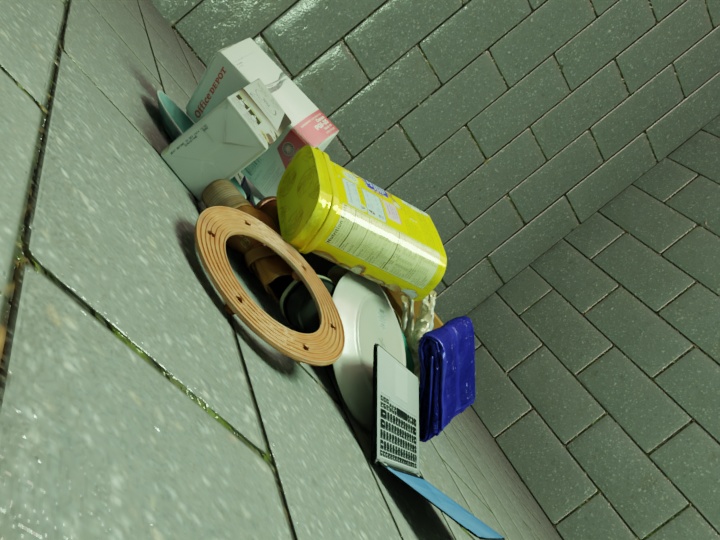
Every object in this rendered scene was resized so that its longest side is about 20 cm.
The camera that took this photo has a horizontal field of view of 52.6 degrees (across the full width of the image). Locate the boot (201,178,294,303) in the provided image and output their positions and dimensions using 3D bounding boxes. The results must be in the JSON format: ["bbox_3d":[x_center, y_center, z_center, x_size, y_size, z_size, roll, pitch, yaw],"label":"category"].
[{"bbox_3d":[-0.103,-0.026,0.911,0.156,0.077,0.200,52,5,23],"label":"boot"}]

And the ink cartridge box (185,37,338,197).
[{"bbox_3d":[-0.154,-0.230,1.122,0.200,0.146,0.083,46,45,-1],"label":"ink cartridge box"}]

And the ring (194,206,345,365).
[{"bbox_3d":[-0.091,0.016,0.738,0.200,0.019,0.201,42,19,-18],"label":"ring"}]

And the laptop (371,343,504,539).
[{"bbox_3d":[0.092,0.201,0.837,0.187,0.114,0.203,47,41,-63],"label":"laptop"}]

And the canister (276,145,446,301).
[{"bbox_3d":[0.003,-0.055,0.911,0.199,0.087,0.149,25,29,-28],"label":"canister"}]

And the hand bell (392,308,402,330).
[{"bbox_3d":[-0.025,0.070,1.144,0.104,0.104,0.200,50,-8,-28],"label":"hand bell"}]

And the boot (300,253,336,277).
[{"bbox_3d":[0.000,0.000,1.102,0.138,0.078,0.199,24,-13,-40],"label":"boot"}]

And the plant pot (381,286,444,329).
[{"bbox_3d":[0.067,0.102,1.320,0.201,0.140,0.200,51,3,-4],"label":"plant pot"}]

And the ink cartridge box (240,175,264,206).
[{"bbox_3d":[-0.138,-0.106,1.217,0.118,0.042,0.200,18,20,-23],"label":"ink cartridge box"}]

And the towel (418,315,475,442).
[{"bbox_3d":[0.130,0.150,1.051,0.200,0.049,0.150,-13,108,-68],"label":"towel"}]

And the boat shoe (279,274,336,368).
[{"bbox_3d":[-0.034,0.070,0.895,0.063,0.074,0.202,44,-7,34],"label":"boat shoe"}]

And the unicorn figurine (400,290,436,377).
[{"bbox_3d":[0.090,0.103,1.113,0.200,0.073,0.139,24,66,-71],"label":"unicorn figurine"}]

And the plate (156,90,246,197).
[{"bbox_3d":[-0.241,-0.178,1.079,0.201,0.025,0.200,53,3,-4],"label":"plate"}]

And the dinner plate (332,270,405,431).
[{"bbox_3d":[0.019,0.097,0.902,0.200,0.024,0.202,41,42,-52],"label":"dinner plate"}]

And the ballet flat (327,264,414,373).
[{"bbox_3d":[0.010,0.072,1.008,0.068,0.075,0.201,-55,128,-46],"label":"ballet flat"}]

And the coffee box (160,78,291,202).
[{"bbox_3d":[-0.169,-0.177,0.959,0.080,0.113,0.200,51,16,-15],"label":"coffee box"}]
